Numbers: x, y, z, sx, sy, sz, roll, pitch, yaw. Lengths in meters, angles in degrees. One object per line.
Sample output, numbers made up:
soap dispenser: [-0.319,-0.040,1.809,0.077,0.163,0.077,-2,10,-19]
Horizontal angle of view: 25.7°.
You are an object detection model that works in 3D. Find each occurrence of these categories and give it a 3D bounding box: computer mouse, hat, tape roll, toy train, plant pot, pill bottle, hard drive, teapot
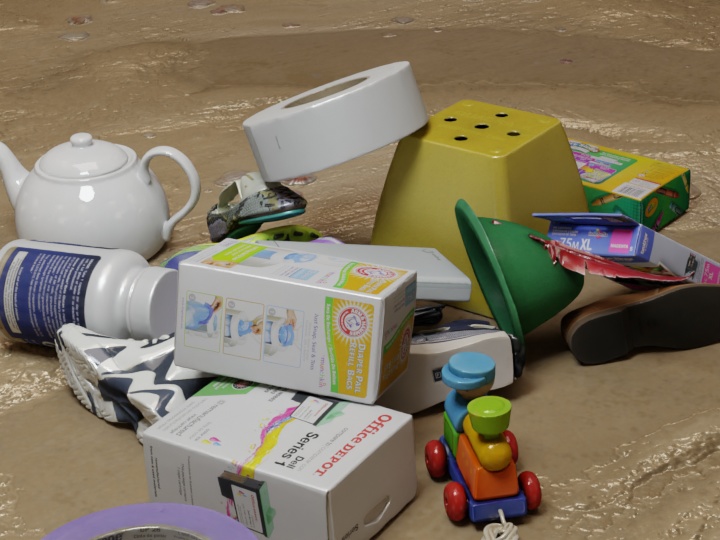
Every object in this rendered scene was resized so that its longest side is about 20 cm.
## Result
computer mouse: [-0.006,0.060,1.615,0.140,0.046,0.200,-8,4,-19]
hat: [0.213,-0.013,1.618,0.176,0.166,0.200,-22,64,-3]
tape roll: [-0.166,0.268,1.211,0.199,0.085,0.200,-1,27,1]
toy train: [0.114,0.162,1.365,0.084,0.116,0.200,-7,27,-9]
plant pot: [0.136,-0.082,1.787,0.200,0.177,0.200,17,33,34]
pill bottle: [-0.284,0.030,1.656,0.199,0.111,0.111,6,27,25]
hard drive: [0.000,0.000,1.634,0.199,0.027,0.132,3,16,-17]
teapot: [-0.319,-0.093,1.881,0.200,0.147,0.197,-16,30,-28]
tape roll: [-0.028,-0.166,1.755,0.202,0.071,0.202,-19,12,4]

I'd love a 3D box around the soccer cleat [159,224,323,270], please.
soccer cleat: [-0.136,-0.017,1.806,0.200,0.065,0.084,-16,24,-27]

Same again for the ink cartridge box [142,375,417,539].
ink cartridge box: [-0.069,0.169,1.400,0.200,0.084,0.145,13,30,30]

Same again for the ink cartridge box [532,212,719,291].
ink cartridge box: [0.281,-0.016,1.657,0.119,0.042,0.200,5,-14,45]

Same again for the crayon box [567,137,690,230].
crayon box: [0.291,-0.104,1.951,0.200,0.058,0.119,19,33,36]

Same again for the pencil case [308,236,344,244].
pencil case: [-0.089,0.027,1.687,0.085,0.084,0.200,2,22,44]

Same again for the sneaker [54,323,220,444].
sneaker: [-0.204,0.092,1.563,0.129,0.080,0.199,-28,36,-34]

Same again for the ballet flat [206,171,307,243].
ballet flat: [-0.127,-0.076,1.817,0.072,0.072,0.200,-19,-1,-31]

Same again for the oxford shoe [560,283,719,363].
oxford shoe: [0.304,0.043,1.647,0.199,0.072,0.071,-8,22,-9]

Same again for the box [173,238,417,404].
box: [-0.058,0.044,1.463,0.199,0.102,0.112,10,16,18]

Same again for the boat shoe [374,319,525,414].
boat shoe: [0.058,0.095,1.574,0.199,0.075,0.093,-6,11,-9]
